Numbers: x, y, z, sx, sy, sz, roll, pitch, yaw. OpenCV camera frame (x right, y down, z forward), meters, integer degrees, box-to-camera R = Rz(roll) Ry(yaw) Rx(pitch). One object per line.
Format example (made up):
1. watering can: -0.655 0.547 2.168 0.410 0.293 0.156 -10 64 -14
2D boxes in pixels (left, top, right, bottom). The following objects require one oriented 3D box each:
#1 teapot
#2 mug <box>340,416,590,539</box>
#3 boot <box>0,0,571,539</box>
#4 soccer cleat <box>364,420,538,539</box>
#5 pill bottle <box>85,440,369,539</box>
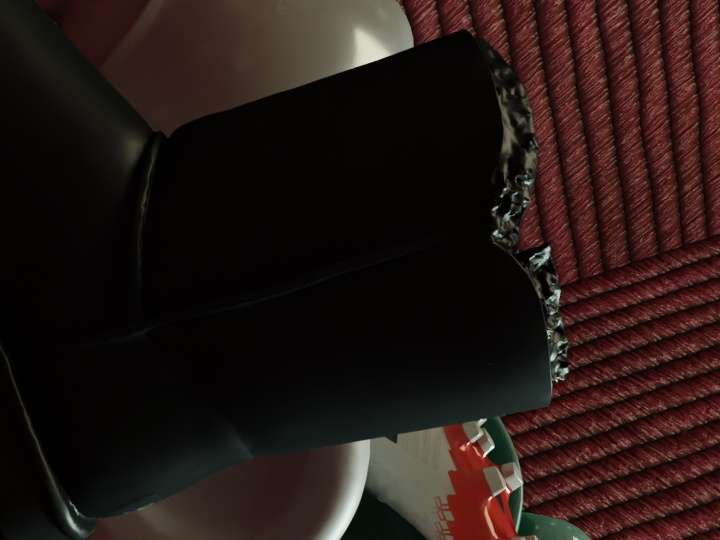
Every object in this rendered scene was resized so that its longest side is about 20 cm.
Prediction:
1. teapot: -0.082 -0.082 0.744 0.146 0.198 0.200 35 -15 -20
2. mug: 0.002 0.133 0.808 0.185 0.152 0.115 46 -35 18
3. boot: -0.042 -0.037 0.449 0.076 0.168 0.201 -132 -156 -86
4. soccer cleat: 0.010 0.074 0.745 0.200 0.085 0.069 61 10 10
5. pill bottle: -0.050 0.058 0.621 0.200 0.104 0.105 141 -70 -89
